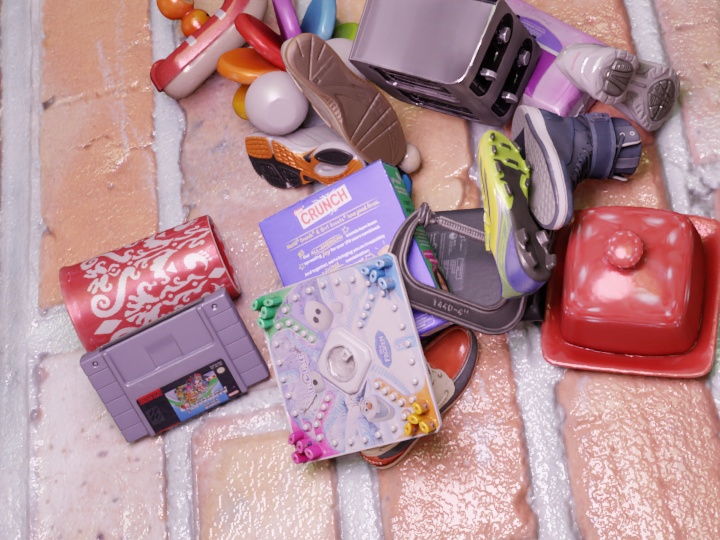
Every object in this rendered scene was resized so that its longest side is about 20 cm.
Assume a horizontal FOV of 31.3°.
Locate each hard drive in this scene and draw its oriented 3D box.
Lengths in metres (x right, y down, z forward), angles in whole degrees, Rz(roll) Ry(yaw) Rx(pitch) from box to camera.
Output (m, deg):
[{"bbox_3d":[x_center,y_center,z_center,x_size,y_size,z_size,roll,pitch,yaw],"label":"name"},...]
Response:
[{"bbox_3d":[0.128,-0.007,1.535,0.197,0.033,0.141,-3,66,26],"label":"hard drive"}]

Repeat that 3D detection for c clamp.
[{"bbox_3d":[0.125,-0.017,1.449,0.197,0.027,0.173,14,75,-13],"label":"c clamp"}]

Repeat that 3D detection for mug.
[{"bbox_3d":[-0.252,0.037,1.617,0.198,0.179,0.134,-24,22,1],"label":"mug"}]

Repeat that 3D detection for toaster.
[{"bbox_3d":[0.093,-0.265,1.518,0.198,0.181,0.120,19,87,25],"label":"toaster"}]

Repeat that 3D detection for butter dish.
[{"bbox_3d":[0.300,0.002,1.433,0.197,0.148,0.202,4,68,19],"label":"butter dish"}]

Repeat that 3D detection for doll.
[{"bbox_3d":[0.011,-0.075,1.596,0.136,0.048,0.201,19,75,56],"label":"doll"}]

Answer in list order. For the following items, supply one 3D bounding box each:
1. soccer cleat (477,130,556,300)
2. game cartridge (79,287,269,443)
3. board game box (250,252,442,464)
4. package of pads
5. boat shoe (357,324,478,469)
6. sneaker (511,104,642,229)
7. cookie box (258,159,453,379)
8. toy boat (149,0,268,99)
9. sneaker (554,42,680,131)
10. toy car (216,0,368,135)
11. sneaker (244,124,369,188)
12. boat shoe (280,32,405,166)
[{"bbox_3d":[0.156,-0.063,1.418,0.084,0.064,0.202,-42,51,44],"label":"soccer cleat"},{"bbox_3d":[-0.224,0.119,1.559,0.198,0.131,0.038,-26,18,5],"label":"game cartridge"},{"bbox_3d":[-0.022,0.103,1.435,0.198,0.026,0.203,-18,86,32],"label":"board game box"},{"bbox_3d":[0.213,-0.260,1.613,0.199,0.076,0.121,34,80,27],"label":"package of pads"},{"bbox_3d":[0.067,0.141,1.491,0.071,0.063,0.201,34,79,28],"label":"boat shoe"},{"bbox_3d":[0.259,-0.116,1.465,0.144,0.078,0.204,8,40,-10],"label":"sneaker"},{"bbox_3d":[0.000,0.000,1.496,0.169,0.075,0.202,-25,82,13],"label":"cookie box"},{"bbox_3d":[-0.221,-0.335,1.730,0.200,0.130,0.131,-43,100,-6],"label":"toy boat"},{"bbox_3d":[0.303,-0.229,1.516,0.099,0.199,0.079,36,101,41],"label":"sneaker"},{"bbox_3d":[-0.091,-0.283,1.647,0.198,0.151,0.176,-27,31,1],"label":"toy car"},{"bbox_3d":[-0.058,-0.156,1.664,0.198,0.077,0.092,12,40,32],"label":"sneaker"},{"bbox_3d":[-0.022,-0.206,1.563,0.072,0.065,0.200,-47,107,-7],"label":"boat shoe"}]
